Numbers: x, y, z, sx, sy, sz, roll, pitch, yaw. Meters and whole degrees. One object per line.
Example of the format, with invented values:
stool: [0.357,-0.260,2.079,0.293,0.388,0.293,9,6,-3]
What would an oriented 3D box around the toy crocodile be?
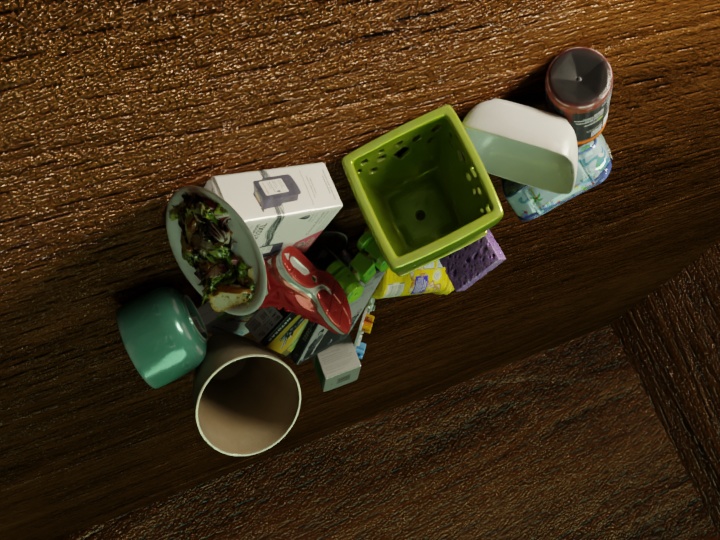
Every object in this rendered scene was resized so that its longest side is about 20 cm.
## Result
toy crocodile: [0.000,0.000,1.567,0.199,0.067,0.062,-42,155,-13]

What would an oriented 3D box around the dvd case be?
dvd case: [-0.040,0.078,1.695,0.149,0.025,0.202,-25,151,-47]

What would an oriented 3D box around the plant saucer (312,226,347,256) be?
plant saucer: [-0.118,-0.029,1.663,0.197,0.033,0.201,-22,162,-7]

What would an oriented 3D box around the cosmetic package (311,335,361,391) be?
cosmetic package: [-0.071,0.132,1.894,0.083,0.203,0.108,-18,160,-12]

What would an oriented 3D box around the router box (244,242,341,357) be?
router box: [-0.100,0.058,1.650,0.200,0.052,0.157,-47,160,1]

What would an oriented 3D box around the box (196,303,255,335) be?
box: [-0.191,0.058,1.691,0.197,0.042,0.156,-28,162,10]

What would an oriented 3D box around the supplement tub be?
supplement tub: [0.352,-0.271,1.493,0.105,0.109,0.200,-26,162,3]

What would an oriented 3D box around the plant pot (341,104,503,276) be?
plant pot: [0.098,-0.111,1.468,0.197,0.202,0.182,-25,168,-1]

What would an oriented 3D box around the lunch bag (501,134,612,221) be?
lunch bag: [0.355,-0.188,1.668,0.198,0.083,0.162,-31,-155,21]

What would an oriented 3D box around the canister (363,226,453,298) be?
canister: [0.098,-0.024,1.786,0.197,0.152,0.086,-5,-166,-41]

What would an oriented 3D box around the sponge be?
sponge: [0.167,-0.076,1.639,0.030,0.203,0.111,-9,156,-48]

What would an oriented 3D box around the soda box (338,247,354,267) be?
soda box: [-0.096,0.032,1.793,0.198,0.072,0.063,-32,160,18]

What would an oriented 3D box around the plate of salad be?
plate of salad: [-0.211,-0.021,1.290,0.048,0.201,0.200,-36,173,-40]

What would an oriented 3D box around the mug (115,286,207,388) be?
mug: [-0.332,0.095,1.567,0.113,0.187,0.153,-26,136,1]

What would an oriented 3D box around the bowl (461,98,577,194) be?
bowl: [0.263,-0.207,1.493,0.196,0.076,0.200,18,170,16]

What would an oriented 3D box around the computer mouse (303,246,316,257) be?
computer mouse: [-0.136,-0.036,1.540,0.059,0.034,0.199,-54,154,15]

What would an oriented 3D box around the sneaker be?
sneaker: [-0.105,0.043,1.484,0.114,0.079,0.201,-18,130,29]

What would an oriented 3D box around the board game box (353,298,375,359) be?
board game box: [0.028,0.064,1.892,0.025,0.203,0.201,17,158,2]

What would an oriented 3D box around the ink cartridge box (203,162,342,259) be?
ink cartridge box: [-0.149,-0.081,1.385,0.197,0.086,0.145,-12,158,-36]

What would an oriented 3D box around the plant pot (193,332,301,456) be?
plant pot: [-0.222,0.195,1.626,0.184,0.191,0.200,-20,-154,-15]
